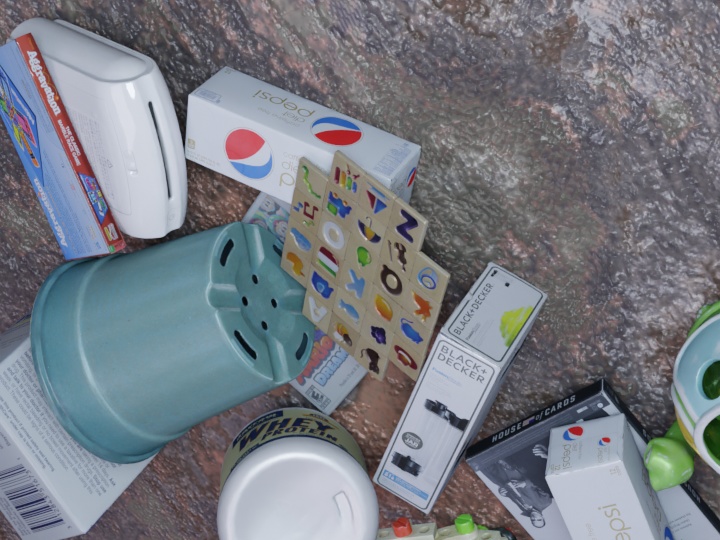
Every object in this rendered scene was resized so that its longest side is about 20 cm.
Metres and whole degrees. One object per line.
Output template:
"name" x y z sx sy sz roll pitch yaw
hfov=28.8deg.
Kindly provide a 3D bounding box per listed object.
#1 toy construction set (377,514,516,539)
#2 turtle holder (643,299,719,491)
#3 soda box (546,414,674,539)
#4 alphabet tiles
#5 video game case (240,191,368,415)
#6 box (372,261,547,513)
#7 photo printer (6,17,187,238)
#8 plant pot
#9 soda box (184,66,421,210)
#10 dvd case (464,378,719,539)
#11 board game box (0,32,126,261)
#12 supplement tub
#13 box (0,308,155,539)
"toy construction set" 0.094 0.309 1.387 0.130 0.092 0.201 -1 130 32
"turtle holder" 0.294 0.096 1.084 0.184 0.132 0.142 -9 116 35
"soda box" 0.222 0.223 1.190 0.068 0.064 0.201 -15 118 21
"alphabet tiles" 0.000 0.000 1.173 0.166 0.006 0.201 39 141 22
"video game case" -0.051 0.024 1.318 0.182 0.024 0.200 41 133 1
"box" 0.086 0.105 1.228 0.060 0.117 0.201 29 131 10
"photo printer" -0.230 -0.126 1.255 0.199 0.069 0.168 26 134 42
"plant pot" -0.159 0.055 1.275 0.195 0.200 0.201 -20 109 30
"soda box" -0.053 -0.102 1.207 0.199 0.064 0.069 24 130 16
"dvd case" 0.210 0.201 1.241 0.150 0.025 0.200 -31 111 28
"board game box" -0.278 -0.106 1.253 0.103 0.019 0.202 -5 110 54
"supplement tub" -0.061 0.209 1.312 0.143 0.200 0.147 0 96 -5
"box" -0.304 0.143 1.434 0.104 0.200 0.185 -20 109 40
